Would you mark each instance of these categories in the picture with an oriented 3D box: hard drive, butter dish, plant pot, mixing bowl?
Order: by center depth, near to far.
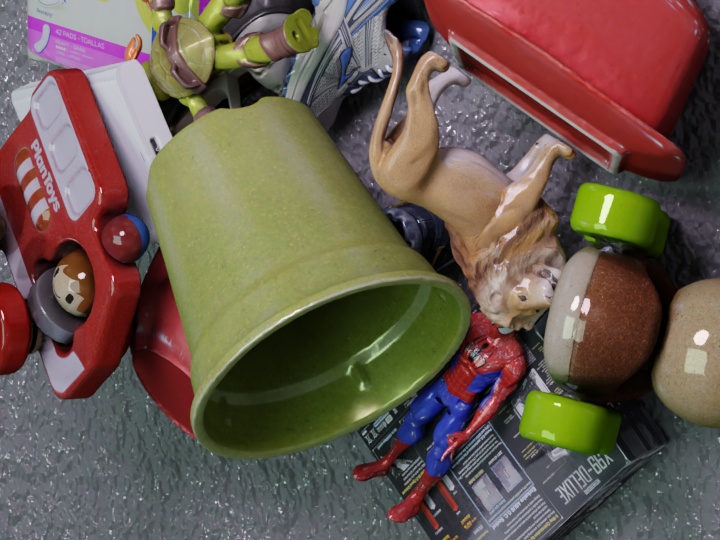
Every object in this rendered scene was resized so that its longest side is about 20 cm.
[{"bbox_3d":[0.149,-0.161,1.478,0.199,0.199,0.148,35,91,6],"label":"butter dish"},{"bbox_3d":[-0.054,-0.007,1.578,0.201,0.199,0.185,-51,55,39],"label":"plant pot"},{"bbox_3d":[-0.187,-0.083,1.738,0.200,0.026,0.133,-2,113,60],"label":"hard drive"},{"bbox_3d":[-0.098,0.058,1.742,0.200,0.108,0.201,35,152,22],"label":"mixing bowl"}]

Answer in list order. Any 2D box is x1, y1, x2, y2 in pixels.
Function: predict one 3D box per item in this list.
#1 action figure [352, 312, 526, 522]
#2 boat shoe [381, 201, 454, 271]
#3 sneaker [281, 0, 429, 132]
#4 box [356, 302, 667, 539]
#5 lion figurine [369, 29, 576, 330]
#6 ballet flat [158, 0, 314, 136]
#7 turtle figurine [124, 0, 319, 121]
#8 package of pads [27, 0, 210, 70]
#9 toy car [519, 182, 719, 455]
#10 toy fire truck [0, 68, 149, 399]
[{"bbox_3d":[0.061,0.093,1.638,0.066,0.052,0.200,51,127,24],"label":"action figure"},{"bbox_3d":[0.000,0.000,1.704,0.200,0.091,0.071,-40,74,42],"label":"boat shoe"},{"bbox_3d":[0.000,-0.158,1.669,0.085,0.077,0.200,22,140,2],"label":"sneaker"},{"bbox_3d":[0.103,0.117,1.672,0.158,0.050,0.200,54,131,16],"label":"box"},{"bbox_3d":[0.064,-0.056,1.532,0.199,0.072,0.123,34,94,-16],"label":"lion figurine"},{"bbox_3d":[-0.089,-0.141,1.726,0.200,0.068,0.069,-47,47,13],"label":"ballet flat"},{"bbox_3d":[-0.113,-0.164,1.648,0.161,0.064,0.201,-29,72,37],"label":"turtle figurine"},{"bbox_3d":[-0.176,-0.223,1.818,0.199,0.068,0.156,19,116,37],"label":"package of pads"},{"bbox_3d":[0.220,0.051,1.500,0.199,0.158,0.165,14,89,13],"label":"toy car"},{"bbox_3d":[-0.213,-0.021,1.679,0.168,0.112,0.201,-47,57,45],"label":"toy fire truck"}]
